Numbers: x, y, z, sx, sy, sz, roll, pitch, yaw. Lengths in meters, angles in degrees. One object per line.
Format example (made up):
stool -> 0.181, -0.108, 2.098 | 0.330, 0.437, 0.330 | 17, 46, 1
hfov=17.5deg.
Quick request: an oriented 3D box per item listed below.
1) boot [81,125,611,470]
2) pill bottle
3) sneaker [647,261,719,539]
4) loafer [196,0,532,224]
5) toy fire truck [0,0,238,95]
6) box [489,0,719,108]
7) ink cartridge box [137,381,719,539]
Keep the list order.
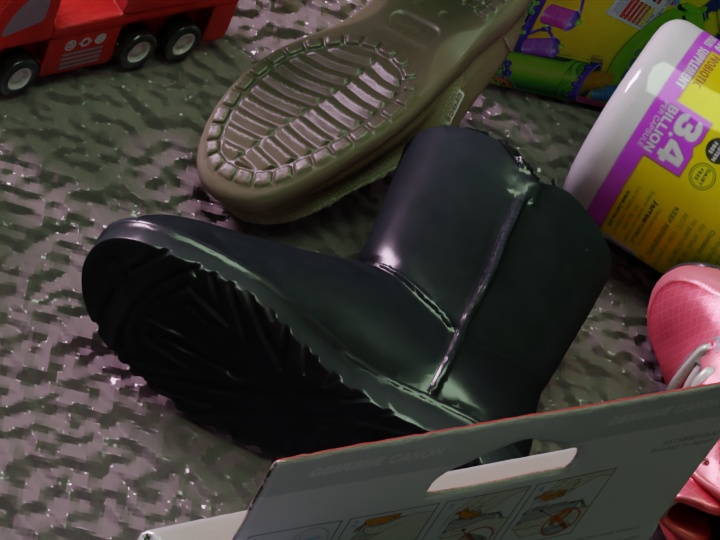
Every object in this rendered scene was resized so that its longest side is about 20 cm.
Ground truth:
boot -> 0.000, 0.000, 0.950 | 0.199, 0.077, 0.169 | 30, 44, -6
pill bottle -> 0.198, -0.021, 1.057 | 0.199, 0.105, 0.104 | 32, 41, 7
sneaker -> 0.154, 0.073, 0.960 | 0.086, 0.074, 0.201 | -1, 48, -27
loafer -> 0.009, -0.075, 1.044 | 0.076, 0.068, 0.200 | 35, 56, 30
toy fire truck -> -0.087, -0.156, 1.019 | 0.199, 0.141, 0.049 | -17, 56, -39
box -> 0.167, -0.185, 1.137 | 0.191, 0.201, 0.122 | 11, 42, -18
ink cartridge box -> 0.017, 0.089, 0.794 | 0.199, 0.174, 0.044 | -7, 51, -33
